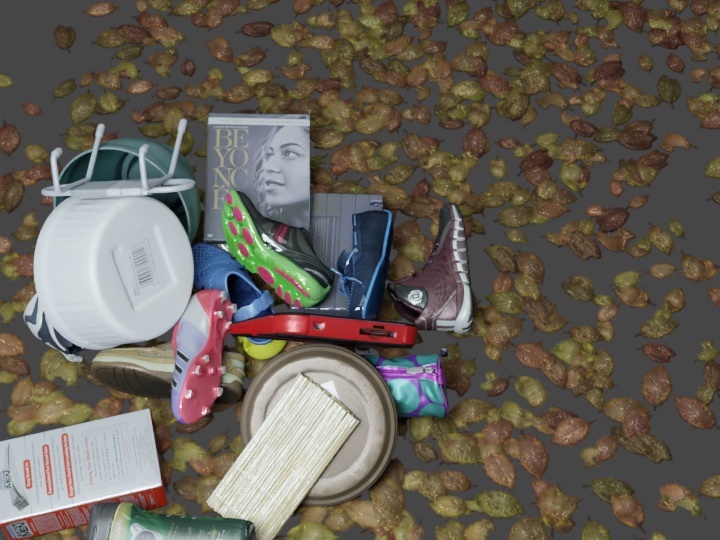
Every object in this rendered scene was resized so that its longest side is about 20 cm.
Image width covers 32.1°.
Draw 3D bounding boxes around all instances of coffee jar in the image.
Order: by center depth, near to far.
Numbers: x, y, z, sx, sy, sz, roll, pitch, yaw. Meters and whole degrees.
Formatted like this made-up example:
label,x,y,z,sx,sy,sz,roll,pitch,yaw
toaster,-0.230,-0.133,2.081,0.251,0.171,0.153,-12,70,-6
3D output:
label,x,y,z,sx,sy,sz,roll,pitch,yaw
coffee jar,-0.227,0.332,1.466,0.198,0.085,0.106,8,79,6

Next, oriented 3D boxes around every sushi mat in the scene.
label,x,y,z,sx,sy,sz,roll,pitch,yaw
sushi mat,-0.094,0.232,1.520,0.095,0.012,0.201,36,90,8

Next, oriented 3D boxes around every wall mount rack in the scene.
label,x,y,z,sx,sy,sz,roll,pitch,yaw
wall mount rack,-0.296,-0.138,1.562,0.197,0.075,0.174,-1,15,10

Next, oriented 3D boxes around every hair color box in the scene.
label,x,y,z,sx,sy,sz,roll,pitch,yaw
hair color box,-0.346,0.252,1.544,0.198,0.064,0.112,-11,56,-8

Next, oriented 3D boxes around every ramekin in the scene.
label,x,y,z,sx,sy,sz,roll,pitch,yaw
ramekin,-0.301,-0.002,1.571,0.097,0.201,0.202,-2,48,37

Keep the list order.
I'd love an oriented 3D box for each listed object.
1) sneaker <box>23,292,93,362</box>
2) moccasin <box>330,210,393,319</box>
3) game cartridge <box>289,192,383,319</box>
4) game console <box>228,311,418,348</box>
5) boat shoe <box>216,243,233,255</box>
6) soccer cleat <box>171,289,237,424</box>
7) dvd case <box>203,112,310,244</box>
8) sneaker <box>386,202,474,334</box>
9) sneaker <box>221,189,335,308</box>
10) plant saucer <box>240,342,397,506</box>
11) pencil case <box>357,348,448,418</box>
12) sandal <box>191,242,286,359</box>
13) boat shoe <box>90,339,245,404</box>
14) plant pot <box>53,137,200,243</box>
label,x,y,z,sx,sy,sz,roll,pitch,yaw
sneaker,-0.351,0.032,1.640,0.129,0.079,0.200,42,98,28
moccasin,0.000,0.000,1.678,0.067,0.081,0.201,5,41,8
game cartridge,-0.033,-0.021,1.748,0.128,0.039,0.202,0,55,5
game console,-0.045,0.075,1.565,0.198,0.176,0.031,8,84,-28
boat shoe,-0.176,-0.112,1.797,0.074,0.062,0.202,2,66,-6
soccer cleat,-0.211,0.109,1.577,0.076,0.067,0.202,-11,48,26
dvd case,-0.145,-0.131,1.766,0.147,0.016,0.202,1,67,-4
sneaker,0.091,-0.005,1.710,0.114,0.076,0.202,-4,56,1
sneaker,-0.114,-0.032,1.696,0.200,0.077,0.084,47,44,12
plant saucer,-0.053,0.191,1.542,0.197,0.029,0.203,0,86,4
pencil case,0.013,0.143,1.597,0.197,0.093,0.086,1,55,2
sandal,-0.169,0.025,1.686,0.079,0.087,0.200,-37,60,-20
boat shoe,-0.248,0.123,1.631,0.198,0.072,0.077,10,56,-6
plant pot,-0.303,-0.100,1.726,0.198,0.202,0.134,13,30,10
